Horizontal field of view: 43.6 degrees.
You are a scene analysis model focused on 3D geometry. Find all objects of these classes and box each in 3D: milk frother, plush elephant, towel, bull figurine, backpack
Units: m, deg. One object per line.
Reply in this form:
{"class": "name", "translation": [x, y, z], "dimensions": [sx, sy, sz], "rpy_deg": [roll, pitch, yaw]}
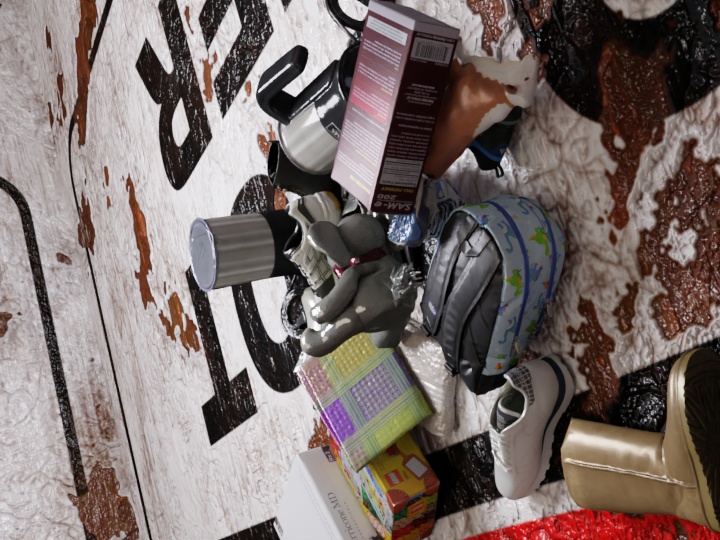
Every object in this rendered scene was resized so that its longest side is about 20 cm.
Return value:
{"class": "milk frother", "translation": [-0.169, 0.014, 1.492], "dimensions": [0.202, 0.185, 0.182], "rpy_deg": [59, 144, 32]}
{"class": "plush elephant", "translation": [0.000, 0.000, 1.174], "dimensions": [0.201, 0.162, 0.157], "rpy_deg": [-52, 53, 48]}
{"class": "towel", "translation": [0.002, 0.165, 1.264], "dimensions": [0.143, 0.023, 0.201], "rpy_deg": [-39, 53, 5]}
{"class": "milk frother", "translation": [-0.027, -0.269, 1.242], "dimensions": [0.180, 0.202, 0.187], "rpy_deg": [42, 149, -16]}
{"class": "bull figurine", "translation": [0.108, -0.186, 0.980], "dimensions": [0.200, 0.064, 0.123], "rpy_deg": [-44, 64, 45]}
{"class": "towel", "translation": [0.070, 0.135, 1.271], "dimensions": [0.199, 0.034, 0.136], "rpy_deg": [27, 121, 55]}
{"class": "backpack", "translation": [0.146, 0.009, 1.017], "dimensions": [0.202, 0.151, 0.164], "rpy_deg": [81, 163, -47]}

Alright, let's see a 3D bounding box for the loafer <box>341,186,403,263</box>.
{"class": "loafer", "translation": [0.003, -0.075, 1.290], "dimensions": [0.072, 0.062, 0.203], "rpy_deg": [105, 148, -62]}

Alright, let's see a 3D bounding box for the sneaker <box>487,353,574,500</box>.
{"class": "sneaker", "translation": [0.180, 0.187, 1.047], "dimensions": [0.076, 0.079, 0.204], "rpy_deg": [42, 134, 45]}

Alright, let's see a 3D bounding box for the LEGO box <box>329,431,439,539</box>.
{"class": "LEGO box", "translation": [0.030, 0.281, 1.303], "dimensions": [0.201, 0.076, 0.151], "rpy_deg": [55, 156, 37]}

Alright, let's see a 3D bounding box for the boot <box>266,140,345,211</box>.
{"class": "boot", "translation": [-0.083, -0.111, 1.372], "dimensions": [0.077, 0.136, 0.205], "rpy_deg": [24, 119, 55]}

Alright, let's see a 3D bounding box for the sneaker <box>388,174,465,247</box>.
{"class": "sneaker", "translation": [0.087, -0.074, 1.072], "dimensions": [0.201, 0.084, 0.078], "rpy_deg": [-70, 3, -66]}

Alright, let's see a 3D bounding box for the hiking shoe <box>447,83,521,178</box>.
{"class": "hiking shoe", "translation": [0.106, -0.189, 1.078], "dimensions": [0.200, 0.073, 0.088], "rpy_deg": [44, 131, 46]}

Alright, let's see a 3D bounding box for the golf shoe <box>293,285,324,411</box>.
{"class": "golf shoe", "translation": [-0.068, 0.124, 1.422], "dimensions": [0.079, 0.095, 0.203], "rpy_deg": [99, 149, -70]}

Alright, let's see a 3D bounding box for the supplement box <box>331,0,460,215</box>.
{"class": "supplement box", "translation": [0.034, -0.175, 0.972], "dimensions": [0.109, 0.060, 0.204], "rpy_deg": [45, 126, 53]}

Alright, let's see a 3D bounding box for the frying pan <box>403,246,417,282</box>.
{"class": "frying pan", "translation": [0.060, -0.086, 1.218], "dimensions": [0.115, 0.030, 0.194], "rpy_deg": [127, 121, -75]}

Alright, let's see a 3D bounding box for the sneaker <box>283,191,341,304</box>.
{"class": "sneaker", "translation": [-0.074, -0.017, 1.348], "dimensions": [0.076, 0.086, 0.205], "rpy_deg": [-137, 41, -64]}

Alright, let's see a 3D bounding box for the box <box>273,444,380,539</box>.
{"class": "box", "translation": [-0.028, 0.411, 1.420], "dimensions": [0.200, 0.128, 0.203], "rpy_deg": [56, 142, 36]}

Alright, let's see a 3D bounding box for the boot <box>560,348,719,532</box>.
{"class": "boot", "translation": [0.274, 0.165, 0.891], "dimensions": [0.199, 0.065, 0.180], "rpy_deg": [-7, 91, 62]}
